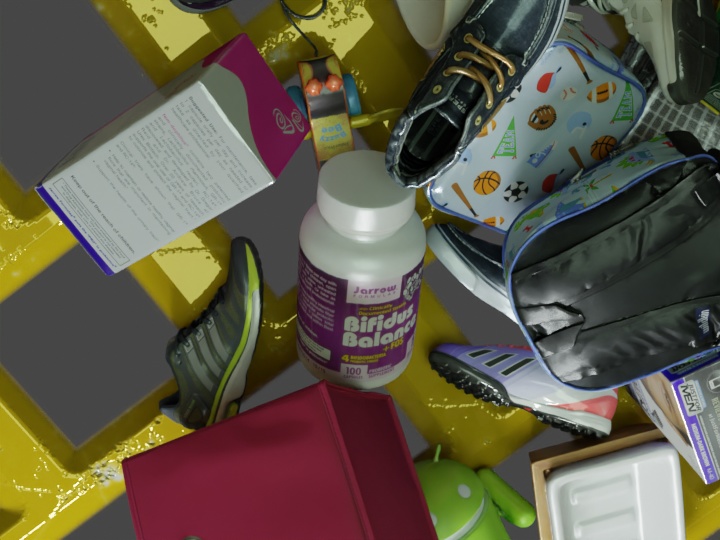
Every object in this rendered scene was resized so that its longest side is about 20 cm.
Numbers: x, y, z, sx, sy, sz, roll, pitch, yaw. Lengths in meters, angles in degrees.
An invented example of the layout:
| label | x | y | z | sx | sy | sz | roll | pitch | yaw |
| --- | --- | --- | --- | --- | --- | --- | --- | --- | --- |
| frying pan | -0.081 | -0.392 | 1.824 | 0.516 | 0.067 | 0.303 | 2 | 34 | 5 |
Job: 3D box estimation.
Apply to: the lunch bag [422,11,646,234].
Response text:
| label | x | y | z | sx | sy | sz | roll | pitch | yaw |
| --- | --- | --- | --- | --- | --- | --- | --- | --- | --- |
| lunch bag | 0.142 | -0.130 | 0.963 | 0.159 | 0.076 | 0.201 | 19 | 122 | -35 |

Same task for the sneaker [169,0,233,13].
| label | x | y | z | sx | sy | sz | roll | pitch | yaw |
| --- | --- | --- | --- | --- | --- | --- | --- | --- | --- |
| sneaker | -0.074 | -0.272 | 0.919 | 0.198 | 0.088 | 0.075 | -25 | 91 | 0 |

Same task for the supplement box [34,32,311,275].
| label | x | y | z | sx | sy | sz | roll | pitch | yaw |
| --- | --- | --- | --- | --- | --- | --- | --- | --- | --- |
| supplement box | -0.155 | -0.095 | 0.918 | 0.199 | 0.102 | 0.104 | -27 | 111 | 32 |

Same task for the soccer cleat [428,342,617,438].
| label | x | y | z | sx | sy | sz | roll | pitch | yaw |
| --- | --- | --- | --- | --- | --- | --- | --- | --- | --- |
| soccer cleat | 0.163 | 0.102 | 1.090 | 0.198 | 0.068 | 0.074 | 21 | 76 | -8 |

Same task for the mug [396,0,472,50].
| label | x | y | z | sx | sy | sz | roll | pitch | yaw |
| --- | --- | --- | --- | --- | --- | --- | --- | --- | --- |
| mug | 0.116 | -0.278 | 0.911 | 0.151 | 0.186 | 0.151 | -15 | 89 | -12 |

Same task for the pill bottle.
| label | x | y | z | sx | sy | sz | roll | pitch | yaw |
| --- | --- | --- | --- | --- | --- | --- | --- | --- | --- |
| pill bottle | 0.000 | 0.000 | 0.970 | 0.111 | 0.113 | 0.202 | -2 | 131 | -7 |

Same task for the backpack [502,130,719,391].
| label | x | y | z | sx | sy | sz | roll | pitch | yaw |
| --- | --- | --- | --- | --- | --- | --- | --- | --- | --- |
| backpack | 0.222 | -0.003 | 0.933 | 0.198 | 0.147 | 0.184 | -25 | 108 | 7 |

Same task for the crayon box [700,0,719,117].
| label | x | y | z | sx | sy | sz | roll | pitch | yaw |
| --- | --- | --- | --- | --- | --- | --- | --- | --- | --- |
| crayon box | 0.405 | -0.179 | 0.989 | 0.199 | 0.058 | 0.174 | 31 | 65 | -18 |

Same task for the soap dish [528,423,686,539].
| label | x | y | z | sx | sy | sz | roll | pitch | yaw |
| --- | --- | --- | --- | --- | --- | --- | --- | --- | --- |
| soap dish | 0.252 | 0.259 | 1.127 | 0.155 | 0.081 | 0.203 | -13 | 107 | -10 |

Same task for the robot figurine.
| label | x | y | z | sx | sy | sz | roll | pitch | yaw |
| --- | --- | --- | --- | --- | --- | --- | --- | --- | --- |
| robot figurine | 0.090 | 0.275 | 1.095 | 0.175 | 0.115 | 0.202 | -36 | 110 | -26 |

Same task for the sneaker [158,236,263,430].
| label | x | y | z | sx | sy | sz | roll | pitch | yaw |
| --- | --- | --- | --- | --- | --- | --- | --- | --- | --- |
| sneaker | -0.138 | 0.064 | 1.027 | 0.080 | 0.074 | 0.202 | 12 | 103 | -8 |

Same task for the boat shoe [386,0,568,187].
| label | x | y | z | sx | sy | sz | roll | pitch | yaw |
| --- | --- | --- | --- | --- | --- | --- | --- | --- | --- |
| boat shoe | 0.090 | -0.149 | 0.839 | 0.070 | 0.091 | 0.201 | 33 | 119 | -3 |

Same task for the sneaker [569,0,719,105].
| label | x | y | z | sx | sy | sz | roll | pitch | yaw |
| --- | --- | --- | --- | --- | --- | --- | --- | --- | --- |
| sneaker | 0.240 | -0.226 | 0.961 | 0.075 | 0.115 | 0.203 | 16 | 66 | -45 |

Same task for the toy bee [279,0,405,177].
| label | x | y | z | sx | sy | sz | roll | pitch | yaw |
| --- | --- | --- | --- | --- | --- | --- | --- | --- | --- |
| toy bee | -0.038 | -0.142 | 0.960 | 0.130 | 0.109 | 0.201 | -32 | 108 | 4 |

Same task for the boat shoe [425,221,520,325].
| label | x | y | z | sx | sy | sz | roll | pitch | yaw |
| --- | --- | --- | --- | --- | --- | --- | --- | --- | --- |
| boat shoe | 0.157 | -0.004 | 1.042 | 0.199 | 0.071 | 0.091 | 36 | 105 | -16 |

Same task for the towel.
| label | x | y | z | sx | sy | sz | roll | pitch | yaw |
| --- | --- | --- | --- | --- | --- | --- | --- | --- | --- |
| towel | 0.293 | -0.105 | 1.029 | 0.164 | 0.086 | 0.202 | 24 | 102 | -15 |

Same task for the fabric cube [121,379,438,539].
| label | x | y | z | sx | sy | sz | roll | pitch | yaw |
| --- | --- | --- | --- | --- | --- | --- | --- | --- | --- |
| fabric cube | -0.058 | 0.228 | 0.963 | 0.197 | 0.200 | 0.198 | -22 | 73 | 14 |

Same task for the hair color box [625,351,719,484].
| label | x | y | z | sx | sy | sz | roll | pitch | yaw |
| --- | --- | --- | --- | --- | --- | --- | --- | --- | --- |
| hair color box | 0.292 | 0.097 | 1.027 | 0.064 | 0.200 | 0.110 | -24 | 108 | -1 |
